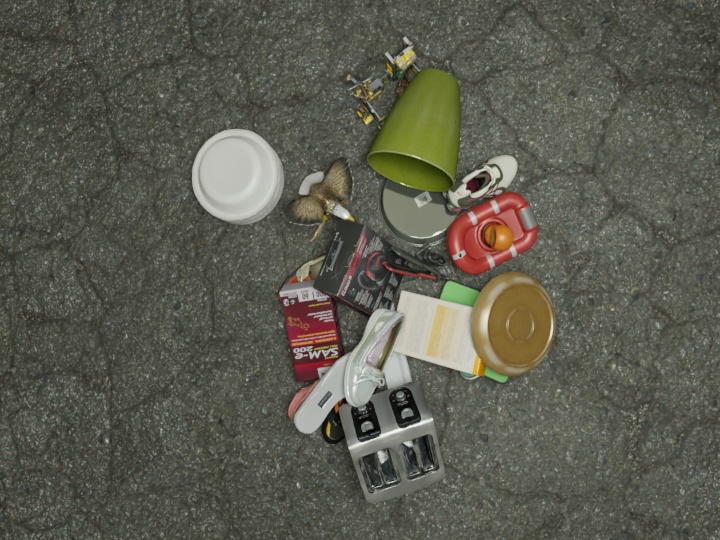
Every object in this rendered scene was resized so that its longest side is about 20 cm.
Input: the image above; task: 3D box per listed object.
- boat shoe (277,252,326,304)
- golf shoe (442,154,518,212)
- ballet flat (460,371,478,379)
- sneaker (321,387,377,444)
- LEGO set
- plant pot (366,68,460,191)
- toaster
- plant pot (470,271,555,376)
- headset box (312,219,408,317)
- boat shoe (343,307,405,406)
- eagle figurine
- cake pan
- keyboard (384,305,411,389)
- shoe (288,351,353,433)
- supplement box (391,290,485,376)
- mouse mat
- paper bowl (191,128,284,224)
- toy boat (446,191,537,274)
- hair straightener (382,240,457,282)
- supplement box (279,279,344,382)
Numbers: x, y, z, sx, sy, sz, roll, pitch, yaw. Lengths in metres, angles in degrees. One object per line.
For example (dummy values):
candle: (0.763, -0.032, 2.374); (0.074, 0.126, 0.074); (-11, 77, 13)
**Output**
boat shoe: (-0.100, 0.014, 1.237); (0.198, 0.063, 0.072); (-31, 86, 4)
golf shoe: (0.267, -0.187, 1.190); (0.198, 0.088, 0.078); (-33, 91, -20)
ballet flat: (0.273, 0.137, 1.192); (0.068, 0.069, 0.203); (24, 91, 7)
sneaker: (-0.023, 0.278, 1.196); (0.069, 0.090, 0.202); (34, 89, 7)
LEGO set: (0.078, -0.395, 1.222); (0.198, 0.116, 0.156); (-31, 84, 2)
plant pot: (0.128, -0.291, 1.145); (0.183, 0.187, 0.204); (17, 83, 6)
toaster: (0.063, 0.348, 1.139); (0.177, 0.119, 0.203); (-16, 118, -3)
plant pot: (0.303, 0.105, 1.098); (0.196, 0.027, 0.205); (0, 91, -21)
headset box: (0.000, 0.000, 1.151); (0.074, 0.199, 0.151); (15, 80, 40)
boat shoe: (0.029, 0.171, 1.119); (0.074, 0.064, 0.205); (40, 66, -35)
eagle figurine: (-0.073, -0.147, 1.175); (0.147, 0.200, 0.156); (2, 83, 8)
cake pan: (0.134, -0.154, 1.240); (0.195, 0.037, 0.205); (0, 86, 5)
keyboard: (0.068, 0.176, 1.237); (0.055, 0.011, 0.205); (-14, 84, 9)
shoe: (-0.069, 0.239, 1.165); (0.200, 0.091, 0.072); (-46, 106, -14)
supplement box: (0.167, 0.127, 1.160); (0.196, 0.073, 0.129); (13, 85, 26)
mouse mat: (0.237, 0.123, 1.172); (0.197, 0.007, 0.164); (21, 90, 29)
paper bowl: (-0.273, -0.208, 1.250); (0.196, 0.104, 0.206); (0, 87, 4)
toy boat: (0.274, -0.071, 1.165); (0.197, 0.131, 0.132); (-27, 99, 3)
hair straightener: (0.137, -0.018, 1.175); (0.197, 0.041, 0.078); (17, 109, -36)
supplement box: (-0.098, 0.126, 1.201); (0.106, 0.061, 0.205); (-9, 104, 5)
